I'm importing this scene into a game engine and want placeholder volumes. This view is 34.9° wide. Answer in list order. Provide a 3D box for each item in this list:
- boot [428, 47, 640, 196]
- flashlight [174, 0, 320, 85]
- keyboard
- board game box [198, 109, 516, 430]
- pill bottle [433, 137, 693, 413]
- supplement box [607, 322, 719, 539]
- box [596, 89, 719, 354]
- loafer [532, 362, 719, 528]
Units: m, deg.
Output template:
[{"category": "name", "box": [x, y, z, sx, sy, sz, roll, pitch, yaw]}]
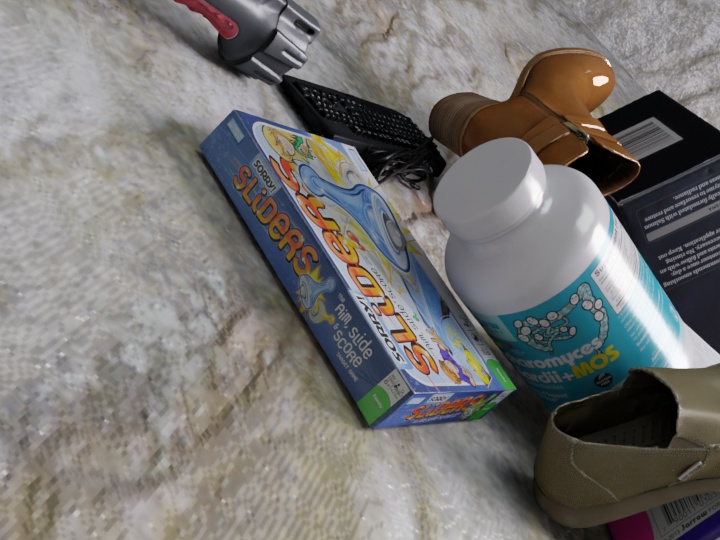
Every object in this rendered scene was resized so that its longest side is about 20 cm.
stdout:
[{"category": "boot", "box": [0.173, -0.120, 0.935, 0.199, 0.077, 0.155, -15, 32, -32]}, {"category": "flashlight", "box": [-0.117, -0.180, 0.734, 0.067, 0.068, 0.200, 21, -5, 41]}, {"category": "keyboard", "box": [0.022, -0.112, 0.906, 0.104, 0.040, 0.199, 55, 23, 18]}, {"category": "board game box", "box": [0.000, 0.000, 0.681, 0.201, 0.034, 0.135, 57, 23, 21]}, {"category": "pill bottle", "box": [0.127, 0.010, 0.737, 0.200, 0.110, 0.111, 49, 18, -31]}, {"category": "supplement box", "box": [0.222, 0.131, 0.790, 0.103, 0.101, 0.201, 35, 26, -30]}, {"category": "box", "box": [0.283, -0.032, 1.036, 0.197, 0.117, 0.201, -106, 171, -67]}, {"category": "loafer", "box": [0.195, 0.091, 0.681, 0.076, 0.199, 0.068, -121, -168, -52]}]
